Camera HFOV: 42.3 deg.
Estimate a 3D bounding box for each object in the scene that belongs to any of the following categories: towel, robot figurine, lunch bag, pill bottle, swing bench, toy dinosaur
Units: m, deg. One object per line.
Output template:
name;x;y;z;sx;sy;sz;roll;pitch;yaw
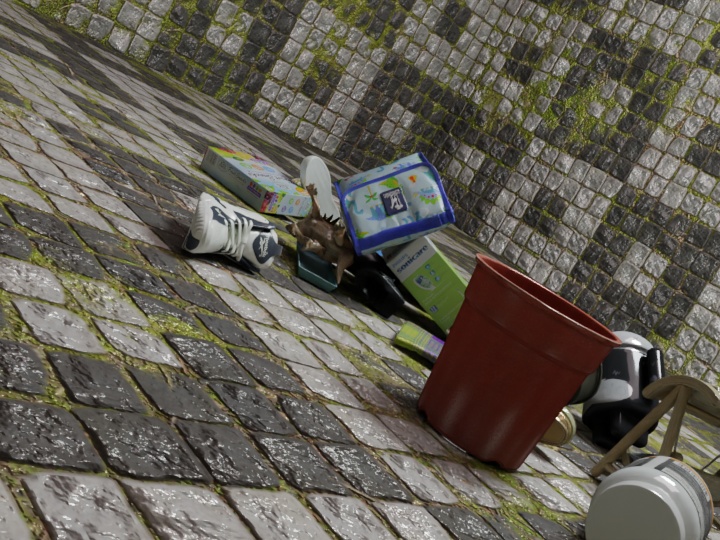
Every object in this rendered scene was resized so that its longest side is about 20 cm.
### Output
towel;0.145;0.143;1.411;0.198;0.023;0.144;31;9;6
robot figurine;0.430;0.198;1.531;0.148;0.202;0.125;-5;-40;23
lunch bag;0.054;-0.100;1.529;0.201;0.168;0.129;-108;179;-63
pill bottle;0.308;0.264;0.993;0.116;0.117;0.199;34;11;25
swing bench;0.459;0.252;1.257;0.197;0.202;0.130;25;10;-26
toy dinosaur;-0.054;-0.049;1.541;0.200;0.086;0.136;50;-1;34

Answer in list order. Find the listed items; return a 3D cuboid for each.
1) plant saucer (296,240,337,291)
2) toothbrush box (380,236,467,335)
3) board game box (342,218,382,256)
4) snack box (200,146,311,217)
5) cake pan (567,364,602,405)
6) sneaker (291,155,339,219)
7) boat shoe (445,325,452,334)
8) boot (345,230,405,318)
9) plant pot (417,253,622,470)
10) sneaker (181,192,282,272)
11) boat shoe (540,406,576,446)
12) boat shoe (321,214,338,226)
plant saucer;-0.077;-0.007;1.537;0.069;0.019;0.200;28;9;-11
toothbrush box;0.132;0.022;1.635;0.201;0.086;0.146;50;5;-12
board game box;0.028;-0.032;1.915;0.199;0.039;0.158;40;10;-9
snack box;-0.208;-0.178;1.874;0.199;0.053;0.141;37;22;33
cake pan;0.297;0.134;1.502;0.036;0.202;0.200;-28;48;-33
sneaker;-0.117;-0.175;1.965;0.115;0.074;0.201;31;-28;33
boat shoe;0.223;0.135;1.514;0.199;0.063;0.071;33;-7;39
boot;0.001;0.000;1.599;0.164;0.066;0.200;32;13;-4
plant pot;0.176;0.116;1.117;0.199;0.197;0.201;29;9;-5
sneaker;-0.167;-0.047;1.268;0.128;0.080;0.199;20;0;-7
boat shoe;0.194;0.182;1.264;0.198;0.073;0.076;27;21;27
boat shoe;-0.048;-0.072;1.815;0.073;0.064;0.200;23;10;-33
